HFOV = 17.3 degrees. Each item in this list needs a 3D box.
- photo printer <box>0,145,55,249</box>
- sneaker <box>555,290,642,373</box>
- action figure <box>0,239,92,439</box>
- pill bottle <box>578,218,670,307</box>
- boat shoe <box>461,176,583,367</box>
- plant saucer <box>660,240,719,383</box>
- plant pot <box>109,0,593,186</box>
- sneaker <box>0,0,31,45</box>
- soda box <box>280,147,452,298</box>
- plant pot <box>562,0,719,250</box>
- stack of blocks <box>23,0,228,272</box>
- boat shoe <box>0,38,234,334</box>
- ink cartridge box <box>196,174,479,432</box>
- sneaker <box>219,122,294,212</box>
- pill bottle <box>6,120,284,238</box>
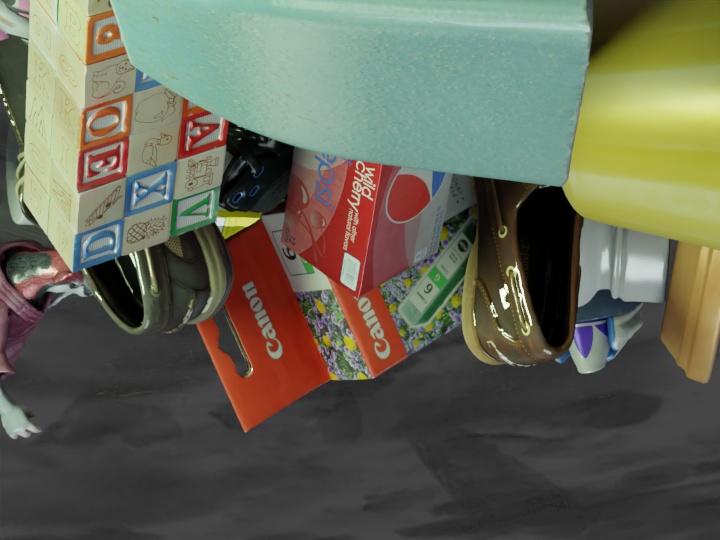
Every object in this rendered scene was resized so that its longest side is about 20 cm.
[{"bbox_3d":[-0.278,-0.031,1.517,0.166,0.070,0.200,-17,159,31],"label":"photo printer"},{"bbox_3d":[0.151,-0.009,1.598,0.080,0.147,0.200,-9,163,12],"label":"sneaker"},{"bbox_3d":[-0.233,0.022,1.477,0.149,0.134,0.200,42,132,-8],"label":"action figure"},{"bbox_3d":[0.096,-0.036,1.483,0.199,0.114,0.114,5,165,9],"label":"pill bottle"},{"bbox_3d":[0.100,-0.045,1.355,0.070,0.201,0.070,1,174,-28],"label":"boat shoe"},{"bbox_3d":[0.219,-0.031,1.480,0.037,0.201,0.200,10,165,8],"label":"plant saucer"},{"bbox_3d":[-0.006,-0.157,1.001,0.199,0.197,0.196,1,164,3],"label":"plant pot"},{"bbox_3d":[-0.130,-0.142,1.195,0.086,0.081,0.200,-24,163,21],"label":"sneaker"},{"bbox_3d":[0.013,-0.088,1.237,0.070,0.063,0.201,-30,144,-37],"label":"soda box"},{"bbox_3d":[0.214,-0.091,1.301,0.188,0.202,0.201,3,169,27],"label":"plant pot"},{"bbox_3d":[-0.100,-0.102,1.160,0.115,0.059,0.200,-20,143,-27],"label":"stack of blocks"},{"bbox_3d":[-0.145,-0.054,1.275,0.074,0.200,0.073,-38,175,38],"label":"boat shoe"},{"bbox_3d":[0.000,0.000,1.359,0.200,0.109,0.050,-31,-167,-30],"label":"ink cartridge box"},{"bbox_3d":[-0.057,-0.091,1.275,0.073,0.112,0.200,35,170,24],"label":"sneaker"},{"bbox_3d":[-0.106,-0.063,1.409,0.199,0.105,0.104,1,162,-19],"label":"pill bottle"}]
